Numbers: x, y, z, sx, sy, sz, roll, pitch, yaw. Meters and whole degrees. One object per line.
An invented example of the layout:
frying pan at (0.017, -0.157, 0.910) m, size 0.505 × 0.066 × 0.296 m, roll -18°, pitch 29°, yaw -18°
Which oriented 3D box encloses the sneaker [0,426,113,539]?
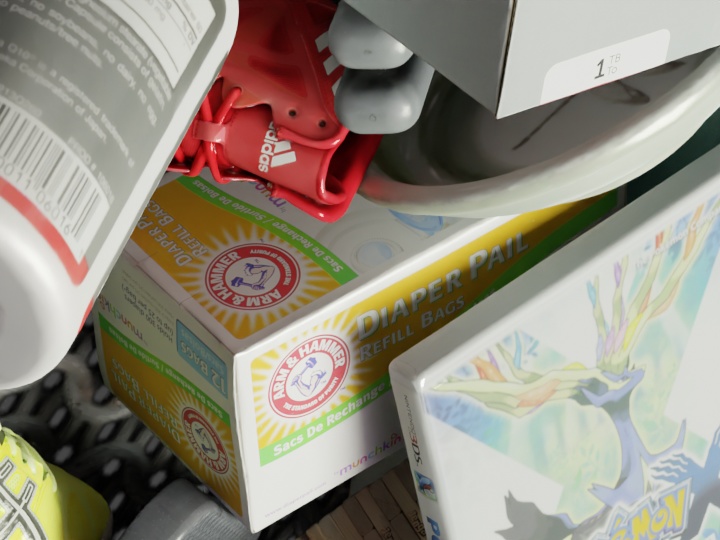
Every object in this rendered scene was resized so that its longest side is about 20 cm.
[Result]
sneaker at (-0.159, 0.075, 1.094) m, size 0.200 × 0.075 × 0.076 m, roll 23°, pitch 104°, yaw -53°

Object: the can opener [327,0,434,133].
can opener at (0.032, -0.117, 1.065) m, size 0.200 × 0.066 × 0.053 m, roll -63°, pitch 151°, yaw -56°

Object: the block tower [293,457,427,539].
block tower at (0.007, 0.126, 1.233) m, size 0.054 × 0.058 × 0.200 m, roll -27°, pitch 169°, yaw -43°

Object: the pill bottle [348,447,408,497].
pill bottle at (0.043, 0.133, 1.320) m, size 0.104 × 0.104 × 0.200 m, roll -20°, pitch 134°, yaw -33°

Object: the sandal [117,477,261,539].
sandal at (-0.083, 0.117, 1.194) m, size 0.076 × 0.043 × 0.200 m, roll -51°, pitch 169°, yaw -13°

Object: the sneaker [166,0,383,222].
sneaker at (-0.070, -0.062, 1.033) m, size 0.200 × 0.116 × 0.078 m, roll -22°, pitch 135°, yaw -32°

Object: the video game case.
video game case at (0.107, 0.064, 1.156) m, size 0.200 × 0.022 × 0.183 m, roll -32°, pitch 128°, yaw -26°

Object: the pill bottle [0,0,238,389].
pill bottle at (-0.109, -0.069, 0.934) m, size 0.114 × 0.114 × 0.200 m, roll 75°, pitch 32°, yaw -47°

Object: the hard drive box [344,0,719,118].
hard drive box at (0.048, -0.151, 1.007) m, size 0.156 × 0.200 × 0.077 m, roll -19°, pitch 133°, yaw -33°

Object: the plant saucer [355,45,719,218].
plant saucer at (0.085, -0.077, 1.097) m, size 0.200 × 0.200 × 0.050 m, roll -40°, pitch 120°, yaw -13°

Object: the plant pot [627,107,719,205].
plant pot at (0.167, -0.072, 1.251) m, size 0.141 × 0.141 × 0.200 m, roll -20°, pitch 127°, yaw -33°

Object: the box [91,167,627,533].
box at (0.000, 0.000, 1.160) m, size 0.200 × 0.112 × 0.101 m, roll -28°, pitch 138°, yaw -24°
